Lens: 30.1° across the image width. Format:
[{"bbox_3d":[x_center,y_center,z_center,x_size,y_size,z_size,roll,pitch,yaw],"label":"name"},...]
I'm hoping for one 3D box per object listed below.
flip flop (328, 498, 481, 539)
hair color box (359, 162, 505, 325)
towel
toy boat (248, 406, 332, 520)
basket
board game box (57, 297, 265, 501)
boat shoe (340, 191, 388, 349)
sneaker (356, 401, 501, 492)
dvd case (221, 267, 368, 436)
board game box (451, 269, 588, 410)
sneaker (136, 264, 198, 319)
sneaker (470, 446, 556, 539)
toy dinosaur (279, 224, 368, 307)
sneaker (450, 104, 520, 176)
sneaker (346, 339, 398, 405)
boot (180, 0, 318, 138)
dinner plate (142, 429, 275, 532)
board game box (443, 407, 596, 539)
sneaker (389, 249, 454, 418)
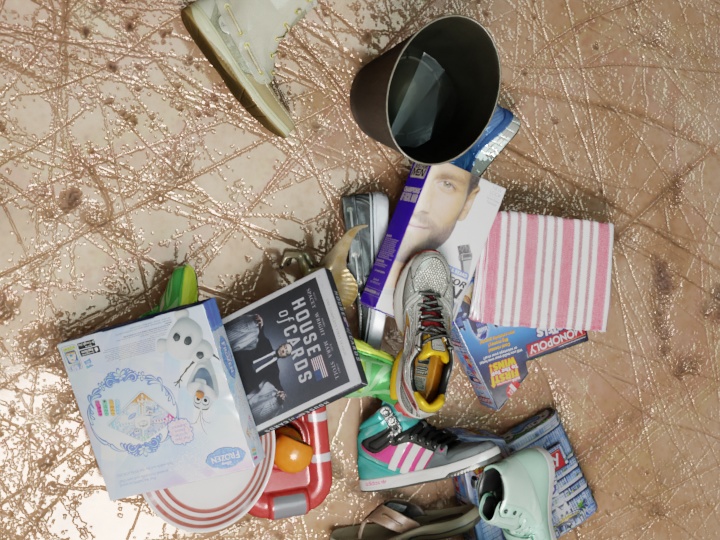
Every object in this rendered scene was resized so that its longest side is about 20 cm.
[{"bbox_3d":[0.055,0.320,1.716,0.198,0.081,0.058,-13,101,9],"label":"flip flop"},{"bbox_3d":[0.089,-0.030,1.658,0.108,0.065,0.202,22,88,-21],"label":"hair color box"},{"bbox_3d":[0.238,0.002,1.741,0.198,0.030,0.148,5,91,-20],"label":"towel"},{"bbox_3d":[-0.094,0.214,1.658,0.129,0.131,0.202,-7,96,-17],"label":"toy boat"},{"bbox_3d":[0.068,-0.217,1.646,0.135,0.200,0.182,25,87,-18],"label":"basket"},{"bbox_3d":[-0.234,0.153,1.571,0.198,0.043,0.201,-15,97,18],"label":"board game box"},{"bbox_3d":[0.000,0.000,1.715,0.070,0.072,0.202,0,88,-3],"label":"boat shoe"},{"bbox_3d":[0.077,0.207,1.707,0.198,0.083,0.122,-15,87,25],"label":"sneaker"},{"bbox_3d":[-0.100,0.106,1.588,0.199,0.025,0.152,-27,68,19],"label":"dvd case"},{"bbox_3d":[0.194,0.072,1.775,0.198,0.062,0.202,-16,98,-16],"label":"board game box"},{"bbox_3d":[-0.256,0.082,1.619,0.083,0.074,0.202,25,96,0],"label":"sneaker"},{"bbox_3d":[0.188,0.329,1.683,0.117,0.073,0.203,-5,94,-42],"label":"sneaker"},{"bbox_3d":[-0.048,0.004,1.678,0.100,0.058,0.202,20,119,5],"label":"toy dinosaur"},{"bbox_3d":[0.117,-0.144,1.741,0.089,0.079,0.200,40,78,-1],"label":"sneaker"},{"bbox_3d":[-0.012,0.128,1.646,0.199,0.074,0.084,30,72,-9],"label":"sneaker"},{"bbox_3d":[-0.107,-0.282,1.657,0.154,0.072,0.201,-40,103,-14],"label":"boot"},{"bbox_3d":[-0.188,0.217,1.631,0.198,0.024,0.202,-5,78,23],"label":"dinner plate"},{"bbox_3d":[0.202,0.277,1.783,0.199,0.062,0.201,-28,102,-14],"label":"board game box"},{"bbox_3d":[0.085,0.076,1.589,0.077,0.082,0.202,2,88,-19],"label":"sneaker"}]
